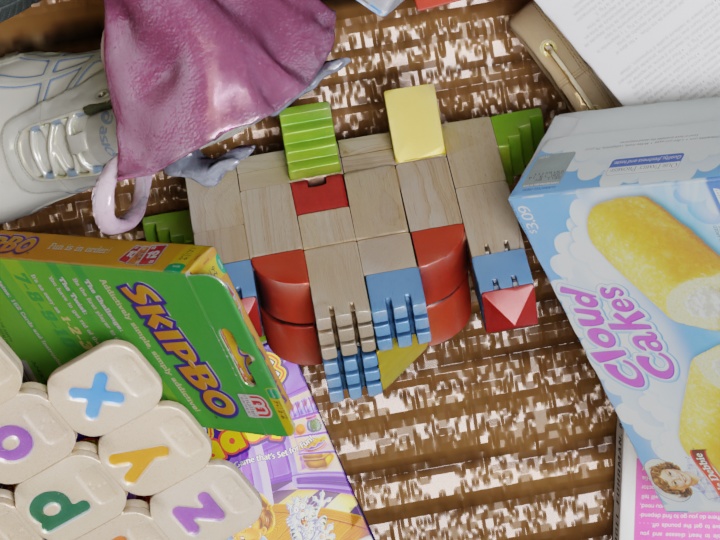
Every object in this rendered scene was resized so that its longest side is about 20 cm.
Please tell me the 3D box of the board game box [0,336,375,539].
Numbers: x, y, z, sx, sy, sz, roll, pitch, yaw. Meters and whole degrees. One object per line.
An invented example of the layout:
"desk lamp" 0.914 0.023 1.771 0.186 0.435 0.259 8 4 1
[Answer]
"board game box" -0.106 0.121 1.480 0.200 0.045 0.135 -23 100 -1

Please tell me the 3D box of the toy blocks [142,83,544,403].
"toy blocks" 0.000 0.000 1.408 0.199 0.137 0.100 -10 131 -1

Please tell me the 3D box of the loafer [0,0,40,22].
"loafer" -0.130 -0.188 1.425 0.200 0.072 0.063 -36 81 -5

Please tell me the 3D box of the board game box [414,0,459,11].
"board game box" 0.073 -0.240 1.421 0.153 0.040 0.200 -15 100 13

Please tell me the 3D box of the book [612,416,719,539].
"book" 0.194 0.128 1.509 0.133 0.048 0.201 2 98 -3

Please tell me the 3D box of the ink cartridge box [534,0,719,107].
"ink cartridge box" 0.161 -0.119 1.382 0.109 0.050 0.200 -37 98 27

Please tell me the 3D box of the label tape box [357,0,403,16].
"label tape box" 0.053 -0.218 1.333 0.066 0.143 0.200 38 107 1

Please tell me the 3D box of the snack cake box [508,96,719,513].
"snack cake box" 0.164 0.019 1.384 0.115 0.067 0.200 -5 127 35

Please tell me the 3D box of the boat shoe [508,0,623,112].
"boat shoe" 0.132 -0.048 1.464 0.069 0.074 0.200 -24 91 2

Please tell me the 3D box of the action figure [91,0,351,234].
"action figure" -0.100 -0.143 1.332 0.149 0.134 0.200 -33 102 23

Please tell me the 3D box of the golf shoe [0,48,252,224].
"golf shoe" -0.134 -0.071 1.422 0.200 0.097 0.078 -23 102 1

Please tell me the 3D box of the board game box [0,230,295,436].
"board game box" -0.115 0.027 1.393 0.030 0.200 0.096 -48 127 -33

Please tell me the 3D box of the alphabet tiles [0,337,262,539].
"alphabet tiles" -0.155 0.115 1.408 0.195 0.015 0.200 -30 117 17
